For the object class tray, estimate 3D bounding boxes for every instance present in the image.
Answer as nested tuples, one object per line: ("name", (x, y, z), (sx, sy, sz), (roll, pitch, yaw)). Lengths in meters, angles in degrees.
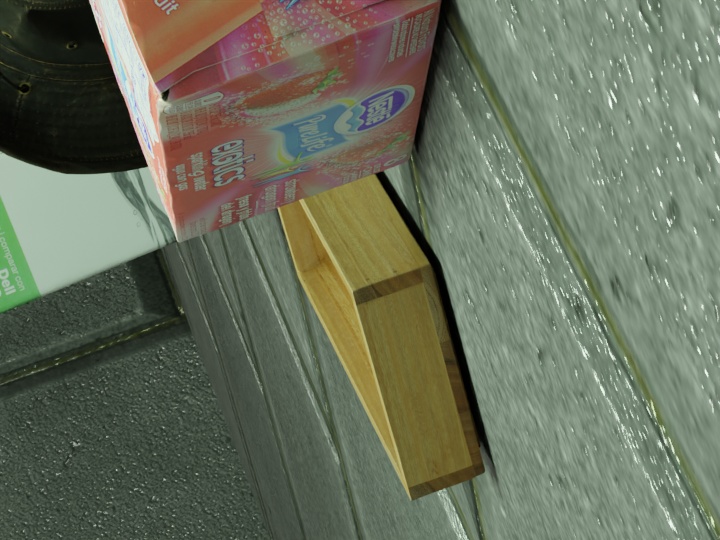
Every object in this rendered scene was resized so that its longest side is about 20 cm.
("tray", (0.000, 0.000, 1.154), (0.200, 0.037, 0.099), (-117, 10, -60))

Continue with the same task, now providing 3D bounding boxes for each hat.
("hat", (-0.120, -0.140, 1.168), (0.081, 0.200, 0.202), (-24, 85, 67))

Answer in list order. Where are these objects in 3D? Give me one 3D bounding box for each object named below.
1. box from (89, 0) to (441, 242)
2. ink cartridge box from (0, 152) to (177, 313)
("box", (-0.037, -0.088, 0.918), (0.200, 0.094, 0.103), (97, 153, -78))
("ink cartridge box", (-0.140, -0.051, 1.501), (0.146, 0.199, 0.084), (-140, 28, -79))
